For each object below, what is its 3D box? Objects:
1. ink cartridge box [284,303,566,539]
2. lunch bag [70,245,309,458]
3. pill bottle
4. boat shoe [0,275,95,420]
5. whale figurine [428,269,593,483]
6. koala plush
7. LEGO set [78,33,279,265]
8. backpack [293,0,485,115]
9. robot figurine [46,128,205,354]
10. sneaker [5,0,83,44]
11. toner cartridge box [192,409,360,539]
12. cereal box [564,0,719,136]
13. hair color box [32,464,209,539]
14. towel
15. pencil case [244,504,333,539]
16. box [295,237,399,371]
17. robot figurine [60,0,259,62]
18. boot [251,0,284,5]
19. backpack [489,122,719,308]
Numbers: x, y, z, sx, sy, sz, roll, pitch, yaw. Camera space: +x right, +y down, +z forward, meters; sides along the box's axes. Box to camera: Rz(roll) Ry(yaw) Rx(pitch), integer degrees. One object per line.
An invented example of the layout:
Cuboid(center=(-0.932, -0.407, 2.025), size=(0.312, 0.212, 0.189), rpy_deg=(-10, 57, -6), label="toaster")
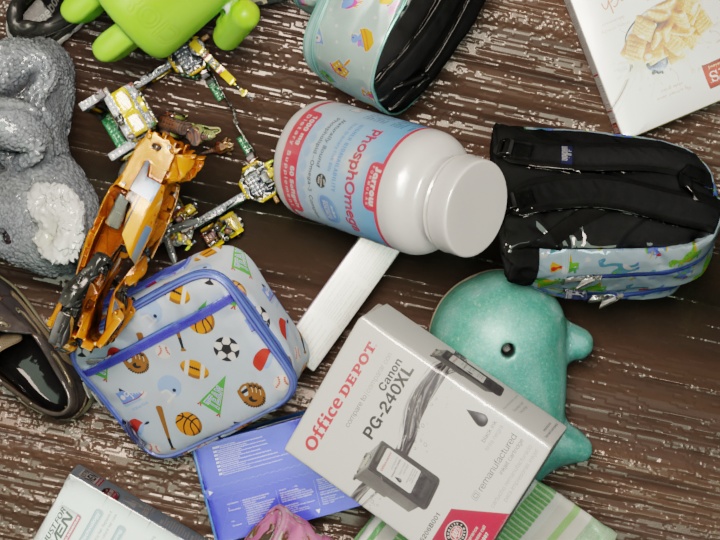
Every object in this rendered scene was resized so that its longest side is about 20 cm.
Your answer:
Cuboid(center=(0.054, 0.145, 1.360), size=(0.199, 0.083, 0.146), rpy_deg=(33, 106, 11), label="ink cartridge box")
Cuboid(center=(-0.157, 0.072, 1.394), size=(0.199, 0.076, 0.161), rpy_deg=(-26, 111, 25), label="lunch bag")
Cuboid(center=(0.026, -0.077, 1.364), size=(0.199, 0.108, 0.110), rpy_deg=(20, 93, 41), label="pill bottle")
Cuboid(center=(-0.323, 0.060, 1.433), size=(0.199, 0.073, 0.075), rpy_deg=(38, 91, -2), label="boat shoe")
Cuboid(center=(0.143, 0.099, 1.426), size=(0.158, 0.104, 0.202), rpy_deg=(-24, 95, 0), label="whale figurine")
Cuboid(center=(-0.294, -0.082, 1.377), size=(0.183, 0.177, 0.201), rpy_deg=(-32, 83, -12), label="koala plush")
Cuboid(center=(-0.160, -0.114, 1.406), size=(0.152, 0.116, 0.202), rpy_deg=(-22, 93, 0), label="LEGO set")
Cuboid(center=(0.025, -0.245, 1.379), size=(0.152, 0.176, 0.202), rpy_deg=(22, 92, 15), label="backpack")
Cuboid(center=(-0.197, -0.018, 1.305), size=(0.058, 0.145, 0.202), rpy_deg=(26, 94, -1), label="robot figurine")
Cuboid(center=(-0.242, -0.269, 1.413), size=(0.199, 0.091, 0.067), rpy_deg=(-40, 93, 1), label="sneaker")
Cuboid(center=(-0.049, 0.179, 1.456), size=(0.197, 0.043, 0.096), rpy_deg=(-14, 92, 0), label="toner cartridge box")
Cuboid(center=(0.268, -0.238, 1.447), size=(0.142, 0.040, 0.202), rpy_deg=(-23, 92, 0), label="cereal box")
Cuboid(center=(-0.202, 0.274, 1.450), size=(0.199, 0.061, 0.100), rpy_deg=(30, 91, -2), label="hair color box")
Cuboid(center=(0.114, 0.248, 1.444), size=(0.199, 0.023, 0.153), rpy_deg=(35, 102, -12), label="towel")
Cuboid(center=(-0.023, 0.295, 1.420), size=(0.199, 0.087, 0.083), rpy_deg=(38, 93, -16), label="pencil case")
Cuboid(center=(0.000, 0.000, 1.453), size=(0.041, 0.039, 0.201), rpy_deg=(35, 91, -1), label="box")
Cuboid(center=(-0.160, -0.263, 1.340), size=(0.200, 0.116, 0.176), rpy_deg=(-40, 94, 8), label="robot figurine")
Cuboid(center=(-0.072, -0.324, 1.429), size=(0.201, 0.073, 0.156), rpy_deg=(-12, 101, -8), label="boot")
Cuboid(center=(0.221, -0.049, 1.402), size=(0.197, 0.155, 0.165), rpy_deg=(-9, 49, 6), label="backpack")
